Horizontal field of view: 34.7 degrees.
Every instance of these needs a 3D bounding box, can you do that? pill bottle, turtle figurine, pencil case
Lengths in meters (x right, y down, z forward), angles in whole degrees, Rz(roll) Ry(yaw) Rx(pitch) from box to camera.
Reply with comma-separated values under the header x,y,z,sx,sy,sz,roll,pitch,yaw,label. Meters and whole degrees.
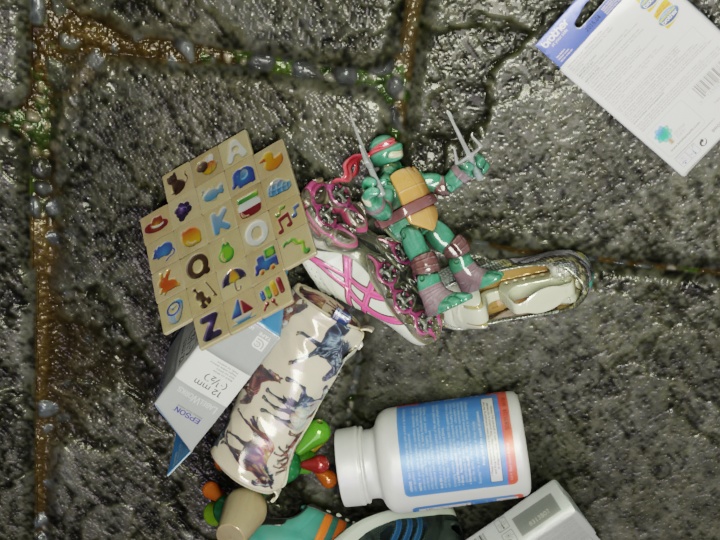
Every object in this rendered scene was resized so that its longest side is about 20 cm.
x,y,z,sx,sy,sz,roll,pitch,yaw,label
0.075,0.195,1.219,0.197,0.113,0.113,-8,118,4,pill bottle
0.057,-0.065,1.089,0.149,0.100,0.202,-28,93,-29,turtle figurine
-0.069,0.119,1.124,0.089,0.078,0.202,28,93,12,pencil case

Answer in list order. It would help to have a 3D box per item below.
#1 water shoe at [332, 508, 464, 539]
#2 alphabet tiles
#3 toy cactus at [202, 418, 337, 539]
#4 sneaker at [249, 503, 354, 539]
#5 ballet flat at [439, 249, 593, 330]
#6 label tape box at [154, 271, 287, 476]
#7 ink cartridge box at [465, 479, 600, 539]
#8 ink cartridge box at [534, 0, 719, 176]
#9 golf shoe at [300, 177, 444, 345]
x,y,z,sx,sy,sz,roll,pitch,yaw,label
0.043,0.303,1.241,0.198,0.079,0.072,-9,146,-41,water shoe
-0.126,-0.032,1.065,0.165,0.202,0.006,-28,147,15,alphabet tiles
-0.107,0.237,1.213,0.199,0.165,0.103,-28,105,26,toy cactus
-0.036,0.300,1.304,0.198,0.081,0.072,7,137,-27,sneaker
0.136,0.025,1.153,0.198,0.072,0.073,-12,118,7,ballet flat
-0.153,0.082,1.142,0.066,0.144,0.200,33,113,-17,label tape box
0.180,0.314,1.277,0.162,0.057,0.200,-36,153,4,ink cartridge box
0.266,-0.192,1.053,0.199,0.042,0.119,35,113,-19,ink cartridge box
0.000,0.000,1.140,0.200,0.073,0.092,47,136,-7,golf shoe
